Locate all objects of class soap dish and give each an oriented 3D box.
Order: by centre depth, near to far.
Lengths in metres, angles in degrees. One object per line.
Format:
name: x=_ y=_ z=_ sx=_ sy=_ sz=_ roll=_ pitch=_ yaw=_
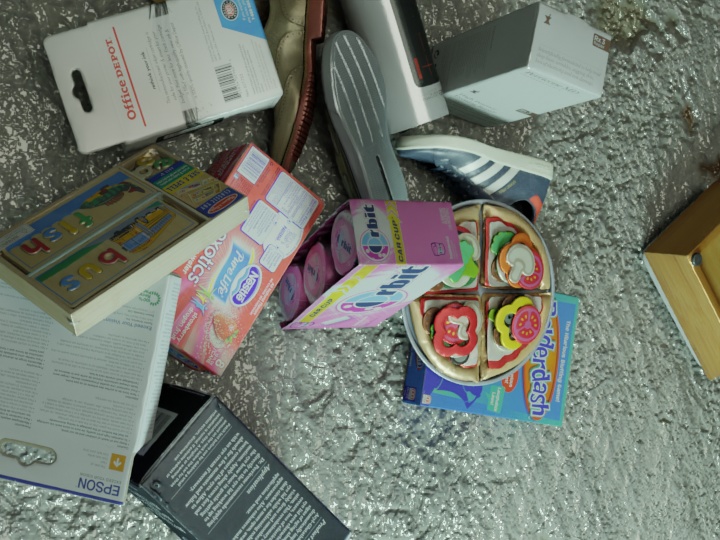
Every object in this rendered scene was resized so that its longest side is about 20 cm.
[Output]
soap dish: x=0.461 y=0.013 z=1.353 sx=0.157 sy=0.081 sz=0.202 roll=-39 pitch=108 yaw=-23

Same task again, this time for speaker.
speaker: x=0.030 y=-0.248 z=1.131 sx=0.080 sy=0.081 sz=0.203 roll=-21 pitch=99 yaw=-26

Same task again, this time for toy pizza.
toy pizza: x=0.134 y=0.025 z=1.151 sx=0.197 sy=0.032 sz=0.204 roll=-2 pitch=94 yaw=-25

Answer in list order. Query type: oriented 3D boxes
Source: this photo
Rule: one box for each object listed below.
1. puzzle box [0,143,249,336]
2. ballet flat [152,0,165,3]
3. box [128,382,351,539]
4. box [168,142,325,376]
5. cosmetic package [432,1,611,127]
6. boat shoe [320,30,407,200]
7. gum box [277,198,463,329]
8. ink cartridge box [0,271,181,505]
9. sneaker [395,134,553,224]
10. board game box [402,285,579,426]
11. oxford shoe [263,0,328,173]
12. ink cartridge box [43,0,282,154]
puzzle box: x=-0.211 y=-0.034 z=0.926 sx=0.199 sy=0.132 sz=0.026 roll=-39 pitch=144 yaw=-34
ballet flat: x=-0.207 y=-0.322 z=1.015 sx=0.200 sy=0.063 sz=0.069 roll=47 pitch=71 yaw=-20
box: x=-0.129 y=0.215 z=1.004 sx=0.200 sy=0.147 sz=0.105 roll=48 pitch=69 yaw=-20
box: x=-0.136 y=-0.011 z=1.031 sx=0.102 sy=0.094 sz=0.202 roll=36 pitch=74 yaw=-22
cosmetic package: x=0.161 y=-0.213 z=1.130 sx=0.100 sy=0.199 sz=0.075 roll=15 pitch=83 yaw=-25
boat shoe: x=-0.008 y=-0.146 z=1.108 sx=0.071 sy=0.062 sz=0.203 roll=-24 pitch=107 yaw=-35
gum box: x=0.000 y=0.000 z=1.050 sx=0.112 sy=0.200 sz=0.067 roll=-1 pitch=70 yaw=-28
ink cartridge box: x=-0.269 y=0.085 z=0.934 sx=0.193 sy=0.043 sz=0.204 roll=10 pitch=86 yaw=10
sneaker: x=0.126 y=-0.097 z=1.184 sx=0.197 sy=0.075 sz=0.086 roll=11 pitch=92 yaw=-23
board game box: x=0.151 y=0.088 z=1.209 sx=0.197 sy=0.045 sz=0.155 roll=11 pitch=85 yaw=-27
oxford shoe: x=-0.080 y=-0.201 z=1.092 sx=0.073 sy=0.070 sz=0.204 roll=8 pitch=87 yaw=0
ink cartridge box: x=-0.186 y=-0.187 z=1.006 sx=0.197 sy=0.068 sz=0.118 roll=-19 pitch=92 yaw=-14
